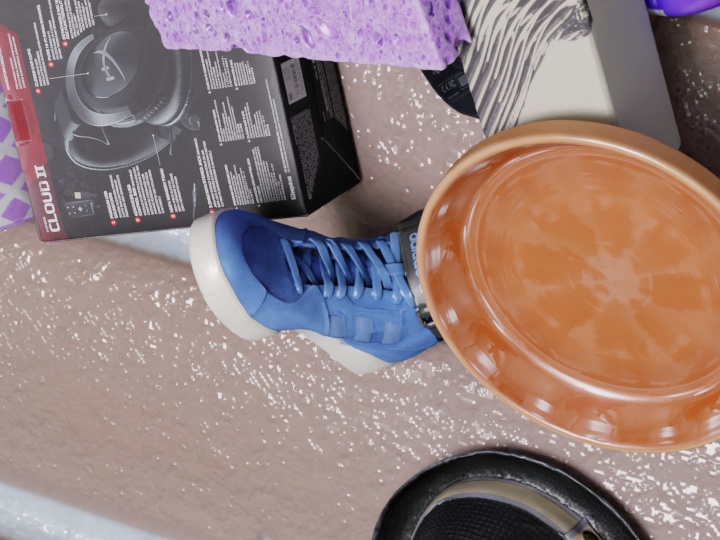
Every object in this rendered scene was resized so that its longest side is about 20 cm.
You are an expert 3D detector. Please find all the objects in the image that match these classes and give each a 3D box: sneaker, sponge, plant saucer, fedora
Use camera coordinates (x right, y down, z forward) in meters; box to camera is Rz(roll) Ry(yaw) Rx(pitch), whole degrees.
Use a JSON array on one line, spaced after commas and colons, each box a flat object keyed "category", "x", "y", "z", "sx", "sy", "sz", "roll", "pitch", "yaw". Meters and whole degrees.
[{"category": "sneaker", "x": 0.000, "y": -0.001, "z": 1.446, "sx": 0.111, "sy": 0.200, "sz": 0.077, "roll": -22, "pitch": 62, "yaw": 25}, {"category": "sponge", "x": -0.043, "y": -0.159, "z": 1.358, "sx": 0.200, "sy": 0.030, "sz": 0.112, "roll": 9, "pitch": 133, "yaw": 42}, {"category": "plant saucer", "x": 0.126, "y": 0.007, "z": 1.371, "sx": 0.200, "sy": 0.032, "sz": 0.201, "roll": 16, "pitch": 133, "yaw": 18}, {"category": "fedora", "x": 0.079, "y": 0.207, "z": 1.525, "sx": 0.200, "sy": 0.092, "sz": 0.201, "roll": 9, "pitch": 111, "yaw": 24}]

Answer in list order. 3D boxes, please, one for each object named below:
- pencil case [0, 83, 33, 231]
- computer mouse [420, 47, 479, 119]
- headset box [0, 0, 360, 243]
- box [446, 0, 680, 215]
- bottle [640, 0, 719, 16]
[{"category": "pencil case", "x": -0.246, "y": -0.112, "z": 1.587, "sx": 0.085, "sy": 0.084, "sz": 0.201, "roll": 11, "pitch": 114, "yaw": 56}, {"category": "computer mouse", "x": 0.036, "y": -0.172, "z": 1.457, "sx": 0.059, "sy": 0.034, "sz": 0.200, "roll": -26, "pitch": 90, "yaw": 48}, {"category": "headset box", "x": -0.116, "y": -0.101, "z": 1.525, "sx": 0.199, "sy": 0.077, "sz": 0.149, "roll": -6, "pitch": 104, "yaw": 29}, {"category": "box", "x": 0.095, "y": -0.126, "z": 1.347, "sx": 0.082, "sy": 0.068, "sz": 0.200, "roll": 0, "pitch": 127, "yaw": 30}, {"category": "bottle", "x": 0.157, "y": -0.172, "z": 1.371, "sx": 0.199, "sy": 0.065, "sz": 0.084, "roll": 10, "pitch": 118, "yaw": 23}]
